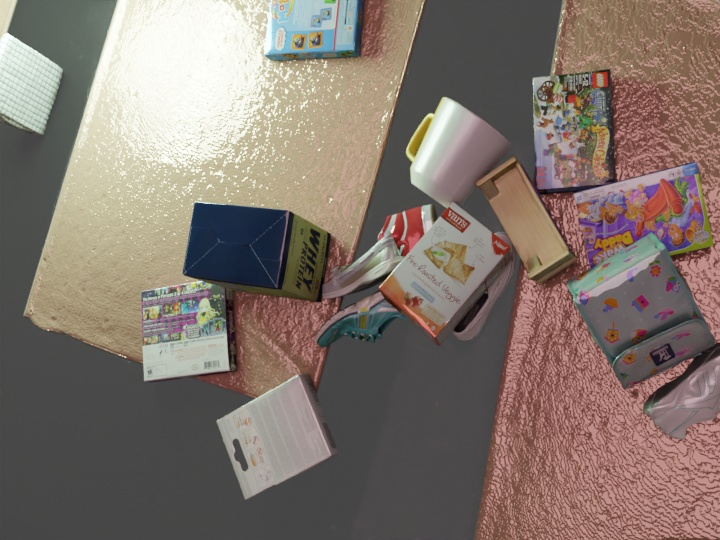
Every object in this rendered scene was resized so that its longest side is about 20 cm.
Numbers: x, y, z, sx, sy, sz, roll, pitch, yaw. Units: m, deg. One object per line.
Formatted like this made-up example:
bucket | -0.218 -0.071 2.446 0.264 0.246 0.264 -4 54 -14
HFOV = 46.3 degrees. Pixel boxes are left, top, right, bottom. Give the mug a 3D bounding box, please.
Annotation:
mug | 0.163 -0.198 1.493 0.148 0.187 0.155 33 97 -7

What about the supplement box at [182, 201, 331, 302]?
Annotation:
supplement box | -0.185 -0.031 1.546 0.195 0.199 0.138 7 84 20

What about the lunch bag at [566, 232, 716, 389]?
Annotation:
lunch bag | 0.446 0.074 1.334 0.168 0.122 0.203 -29 99 14

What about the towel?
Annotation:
towel | -0.748 -0.399 1.812 0.084 0.200 0.169 18 87 22

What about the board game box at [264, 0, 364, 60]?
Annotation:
board game box | -0.091 -0.500 1.674 0.195 0.037 0.155 3 82 20

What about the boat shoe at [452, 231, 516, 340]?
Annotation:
boat shoe | 0.214 0.027 1.464 0.072 0.065 0.204 20 89 22

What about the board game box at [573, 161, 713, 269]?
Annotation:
board game box | 0.463 -0.086 1.383 0.196 0.045 0.138 -14 94 18

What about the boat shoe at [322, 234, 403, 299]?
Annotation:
boat shoe | -0.001 0.000 1.513 0.200 0.073 0.066 -28 80 46

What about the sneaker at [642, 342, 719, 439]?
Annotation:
sneaker | 0.544 0.183 1.325 0.200 0.070 0.081 -43 85 12

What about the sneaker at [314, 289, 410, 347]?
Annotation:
sneaker | 0.006 0.096 1.528 0.197 0.077 0.081 -27 82 14

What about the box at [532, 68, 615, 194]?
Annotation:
box | 0.370 -0.240 1.463 0.133 0.038 0.205 -3 80 20

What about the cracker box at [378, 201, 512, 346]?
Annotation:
cracker box | 0.145 0.004 1.423 0.133 0.058 0.201 39 82 23

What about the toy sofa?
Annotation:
toy sofa | 0.285 -0.084 1.435 0.082 0.097 0.203 -32 72 18

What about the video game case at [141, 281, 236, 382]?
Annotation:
video game case | -0.342 0.119 1.668 0.195 0.036 0.186 -10 78 18

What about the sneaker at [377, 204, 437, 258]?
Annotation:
sneaker | 0.090 -0.013 1.513 0.110 0.071 0.205 -8 71 14

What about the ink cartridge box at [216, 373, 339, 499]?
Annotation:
ink cartridge box | -0.154 0.310 1.567 0.198 0.050 0.164 -30 73 17
